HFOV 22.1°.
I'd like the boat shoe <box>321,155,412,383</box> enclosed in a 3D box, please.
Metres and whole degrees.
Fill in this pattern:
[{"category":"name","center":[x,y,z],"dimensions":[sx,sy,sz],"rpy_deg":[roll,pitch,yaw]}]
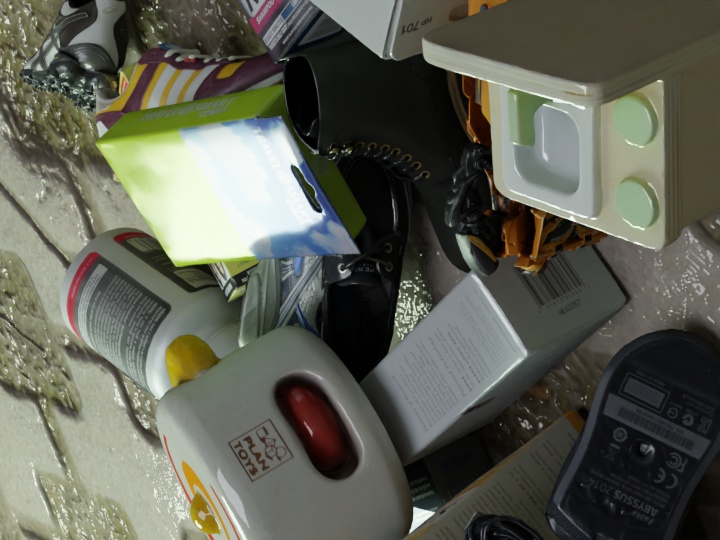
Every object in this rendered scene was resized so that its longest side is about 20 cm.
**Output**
[{"category":"boat shoe","center":[0.000,0.000,1.342],"dimensions":[0.066,0.069,0.201],"rpy_deg":[-98,15,-64]}]

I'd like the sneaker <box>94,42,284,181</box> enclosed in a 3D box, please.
[{"category":"sneaker","center":[-0.121,-0.143,1.397],"dimensions":[0.199,0.075,0.091],"rpy_deg":[-25,77,22]}]

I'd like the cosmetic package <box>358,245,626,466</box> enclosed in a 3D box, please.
[{"category":"cosmetic package","center":[0.085,0.056,1.272],"dimensions":[0.074,0.101,0.200],"rpy_deg":[57,145,14]}]

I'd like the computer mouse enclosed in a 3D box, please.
[{"category":"computer mouse","center":[0.168,0.130,1.185],"dimensions":[0.138,0.053,0.201],"rpy_deg":[30,93,10]}]

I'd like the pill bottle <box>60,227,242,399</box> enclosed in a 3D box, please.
[{"category":"pill bottle","center":[-0.158,0.050,1.568],"dimensions":[0.200,0.110,0.111],"rpy_deg":[32,133,39]}]

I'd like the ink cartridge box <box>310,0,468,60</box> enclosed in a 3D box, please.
[{"category":"ink cartridge box","center":[0.008,-0.233,1.159],"dimensions":[0.200,0.146,0.086],"rpy_deg":[40,136,30]}]

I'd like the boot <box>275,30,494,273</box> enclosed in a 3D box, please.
[{"category":"boot","center":[0.018,-0.075,1.246],"dimensions":[0.077,0.138,0.201],"rpy_deg":[-5,108,52]}]

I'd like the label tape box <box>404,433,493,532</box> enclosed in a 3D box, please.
[{"category":"label tape box","center":[0.047,0.184,1.427],"dimensions":[0.144,0.063,0.201],"rpy_deg":[-30,84,54]}]

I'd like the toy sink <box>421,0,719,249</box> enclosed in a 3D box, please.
[{"category":"toy sink","center":[0.147,-0.091,1.021],"dimensions":[0.130,0.199,0.113],"rpy_deg":[21,126,43]}]

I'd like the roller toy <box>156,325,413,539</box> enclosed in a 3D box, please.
[{"category":"roller toy","center":[-0.062,0.145,1.335],"dimensions":[0.182,0.139,0.201],"rpy_deg":[34,149,57]}]

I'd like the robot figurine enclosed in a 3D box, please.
[{"category":"robot figurine","center":[0.111,-0.091,1.123],"dimensions":[0.058,0.144,0.201],"rpy_deg":[16,115,44]}]

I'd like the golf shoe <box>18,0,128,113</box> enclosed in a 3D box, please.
[{"category":"golf shoe","center":[-0.234,-0.189,1.573],"dimensions":[0.200,0.077,0.095],"rpy_deg":[9,78,68]}]

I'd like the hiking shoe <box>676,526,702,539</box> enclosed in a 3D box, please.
[{"category":"hiking shoe","center":[0.168,0.228,1.265],"dimensions":[0.074,0.087,0.200],"rpy_deg":[37,145,-4]}]

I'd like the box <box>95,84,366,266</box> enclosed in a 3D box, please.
[{"category":"box","center":[-0.086,-0.065,1.308],"dimensions":[0.199,0.048,0.122],"rpy_deg":[-4,127,44]}]

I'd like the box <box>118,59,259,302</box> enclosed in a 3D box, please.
[{"category":"box","center":[-0.129,-0.077,1.493],"dimensions":[0.201,0.050,0.075],"rpy_deg":[63,168,3]}]

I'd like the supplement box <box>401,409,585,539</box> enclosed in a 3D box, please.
[{"category":"supplement box","center":[0.079,0.192,1.270],"dimensions":[0.074,0.200,0.126],"rpy_deg":[51,142,6]}]

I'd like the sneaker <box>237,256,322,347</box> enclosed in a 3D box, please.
[{"category":"sneaker","center":[-0.035,-0.026,1.410],"dimensions":[0.085,0.077,0.201],"rpy_deg":[11,107,8]}]

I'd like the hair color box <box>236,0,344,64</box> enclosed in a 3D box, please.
[{"category":"hair color box","center":[-0.071,-0.261,1.318],"dimensions":[0.201,0.060,0.100],"rpy_deg":[59,144,10]}]

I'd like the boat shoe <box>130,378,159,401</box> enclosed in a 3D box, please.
[{"category":"boat shoe","center":[-0.142,0.120,1.625],"dimensions":[0.199,0.072,0.063],"rpy_deg":[26,126,36]}]
